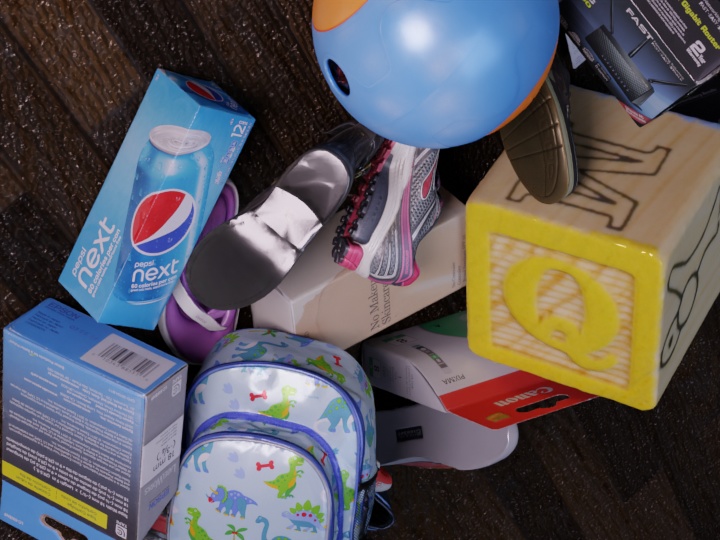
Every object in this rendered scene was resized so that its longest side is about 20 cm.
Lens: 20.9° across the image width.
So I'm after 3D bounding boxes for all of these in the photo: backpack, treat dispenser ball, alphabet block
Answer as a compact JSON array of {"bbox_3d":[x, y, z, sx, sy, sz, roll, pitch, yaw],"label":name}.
[{"bbox_3d":[-0.075,0.164,1.672,0.147,0.181,0.202,-61,158,-69],"label":"backpack"},{"bbox_3d":[0.060,-0.200,1.559,0.200,0.201,0.202,-24,134,-27],"label":"treat dispenser ball"},{"bbox_3d":[0.224,-0.025,1.803,0.200,0.195,0.197,-51,148,-41],"label":"alphabet block"}]

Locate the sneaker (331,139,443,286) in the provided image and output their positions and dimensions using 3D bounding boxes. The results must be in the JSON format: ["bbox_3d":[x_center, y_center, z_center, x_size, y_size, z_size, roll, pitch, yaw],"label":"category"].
[{"bbox_3d":[0.044,-0.084,1.696,0.074,0.081,0.201,25,84,-15],"label":"sneaker"}]

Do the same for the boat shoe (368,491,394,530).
[{"bbox_3d":[-0.033,0.205,1.898,0.199,0.069,0.085,17,109,-45],"label":"boat shoe"}]

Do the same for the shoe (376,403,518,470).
[{"bbox_3d":[0.092,0.158,1.901,0.091,0.199,0.072,1,83,-47],"label":"shoe"}]

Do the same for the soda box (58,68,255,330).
[{"bbox_3d":[-0.165,-0.056,1.571,0.064,0.068,0.201,9,114,-46],"label":"soda box"}]

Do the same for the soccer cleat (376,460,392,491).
[{"bbox_3d":[-0.068,0.188,1.808,0.198,0.069,0.086,16,98,-19],"label":"soccer cleat"}]

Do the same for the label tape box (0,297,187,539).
[{"bbox_3d":[-0.224,0.142,1.610,0.063,0.143,0.201,-40,146,-49],"label":"label tape box"}]

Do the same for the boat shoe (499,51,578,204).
[{"bbox_3d":[0.155,-0.159,1.709,0.066,0.202,0.072,-13,170,-43],"label":"boat shoe"}]

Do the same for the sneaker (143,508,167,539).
[{"bbox_3d":[-0.157,0.262,1.830,0.200,0.071,0.098,27,101,-47],"label":"sneaker"}]

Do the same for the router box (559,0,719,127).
[{"bbox_3d":[0.210,-0.223,1.572,0.062,0.200,0.150,-38,178,-14],"label":"router box"}]

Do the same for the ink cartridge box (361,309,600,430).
[{"bbox_3d":[0.121,0.089,1.847,0.160,0.199,0.051,-15,107,-34],"label":"ink cartridge box"}]

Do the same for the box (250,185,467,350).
[{"bbox_3d":[0.000,0.000,1.759,0.199,0.078,0.095,-28,136,-23],"label":"box"}]

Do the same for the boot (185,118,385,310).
[{"bbox_3d":[-0.049,-0.057,1.634,0.200,0.069,0.174,-40,-175,21],"label":"boot"}]

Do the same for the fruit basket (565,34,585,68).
[{"bbox_3d":[0.241,-0.298,1.756,0.185,0.094,0.200,-41,155,-8],"label":"fruit basket"}]

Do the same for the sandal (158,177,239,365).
[{"bbox_3d":[-0.132,0.010,1.668,0.082,0.050,0.204,-23,135,-27],"label":"sandal"}]

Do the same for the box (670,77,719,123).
[{"bbox_3d":[0.399,-0.101,1.948,0.147,0.200,0.105,-20,133,-29],"label":"box"}]
